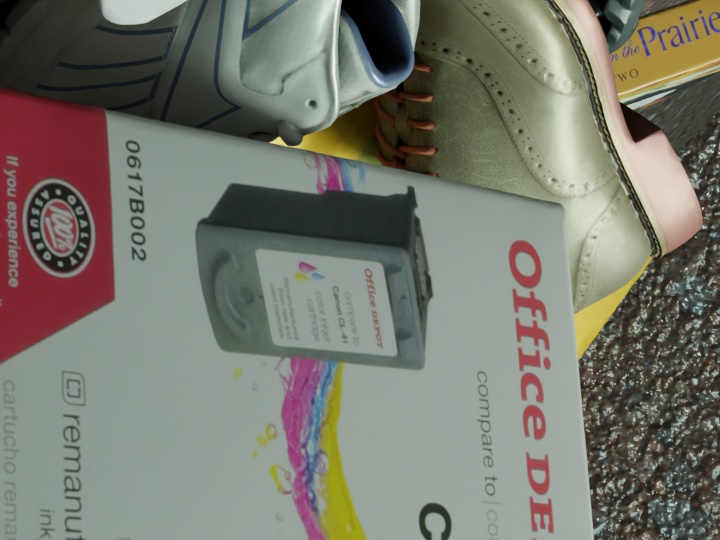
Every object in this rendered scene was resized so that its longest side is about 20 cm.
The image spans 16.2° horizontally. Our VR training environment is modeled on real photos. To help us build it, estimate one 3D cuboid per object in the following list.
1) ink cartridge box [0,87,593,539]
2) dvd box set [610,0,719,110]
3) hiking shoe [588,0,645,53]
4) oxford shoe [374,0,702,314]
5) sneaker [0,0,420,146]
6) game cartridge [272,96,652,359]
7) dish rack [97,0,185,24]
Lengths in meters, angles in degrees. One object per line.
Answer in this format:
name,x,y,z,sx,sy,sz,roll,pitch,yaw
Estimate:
ink cartridge box,-0.040,0.045,0.637,0.200,0.148,0.086,8,161,-37
dvd box set,0.056,-0.063,1.018,0.200,0.029,0.146,-20,178,-19
hiking shoe,0.065,-0.111,0.846,0.087,0.074,0.200,-57,-178,-15
oxford shoe,0.032,-0.054,0.752,0.075,0.200,0.070,-43,-145,-6
sneaker,-0.038,-0.060,0.659,0.075,0.087,0.200,-39,173,-46
game cartridge,0.000,0.000,0.813,0.176,0.032,0.200,-53,136,-10
dish rack,0.009,-0.151,0.503,0.172,0.044,0.200,-38,166,-32
